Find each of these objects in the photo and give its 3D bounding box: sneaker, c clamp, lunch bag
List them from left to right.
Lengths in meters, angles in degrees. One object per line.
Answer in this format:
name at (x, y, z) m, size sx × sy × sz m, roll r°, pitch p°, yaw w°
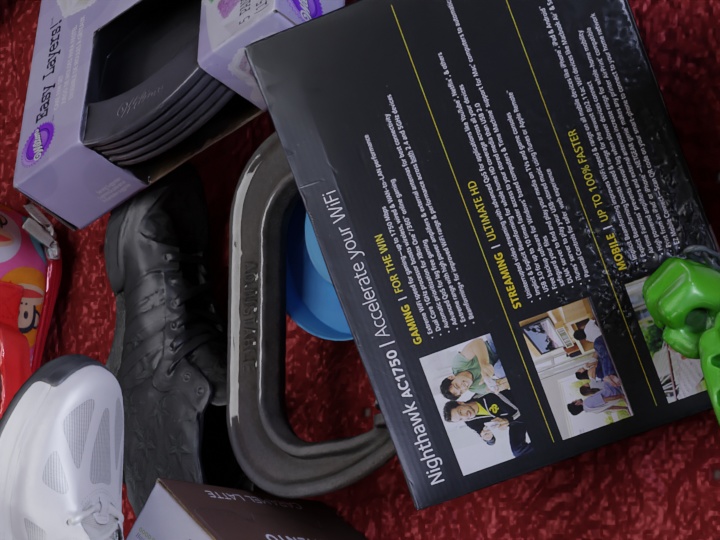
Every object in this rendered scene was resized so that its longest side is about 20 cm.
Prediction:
lunch bag at (-0.239, 0.054, 1.114) m, size 0.176 × 0.082 × 0.200 m, roll 9°, pitch 86°, yaw 40°
sneaker at (-0.098, 0.140, 0.847) m, size 0.115 × 0.076 × 0.201 m, roll 10°, pitch 94°, yaw 33°
sneaker at (-0.080, 0.048, 1.000) m, size 0.104 × 0.060 × 0.200 m, roll 13°, pitch 94°, yaw 42°
c clamp at (0.000, 0.000, 0.896) m, size 0.171 × 0.027 × 0.200 m, roll -3°, pitch 78°, yaw 40°

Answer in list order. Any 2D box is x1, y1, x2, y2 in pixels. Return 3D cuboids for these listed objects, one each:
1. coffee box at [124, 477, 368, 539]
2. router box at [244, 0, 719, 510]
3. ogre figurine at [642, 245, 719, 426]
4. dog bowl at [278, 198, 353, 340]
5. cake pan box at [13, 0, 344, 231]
coffee box at (-0.076, 0.202, 0.925) m, size 0.080 × 0.114 × 0.200 m, roll 39°, pitch 106°, yaw 39°
router box at (0.058, -0.024, 0.818) m, size 0.149 × 0.051 × 0.200 m, roll -20°, pitch 91°, yaw 7°
ogre figurine at (0.191, 0.070, 0.725) m, size 0.200 × 0.120 × 0.098 m, roll 23°, pitch 91°, yaw 39°
dog bowl at (0.044, -0.039, 0.918) m, size 0.200 × 0.050 × 0.112 m, roll -29°, pitch 63°, yaw 31°
cake pan box at (-0.086, -0.135, 1.008) m, size 0.184 × 0.052 × 0.200 m, roll -30°, pitch 42°, yaw 34°
